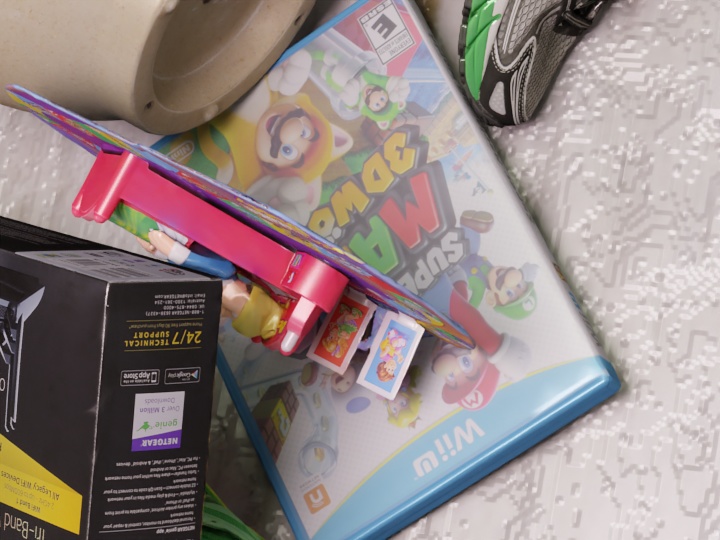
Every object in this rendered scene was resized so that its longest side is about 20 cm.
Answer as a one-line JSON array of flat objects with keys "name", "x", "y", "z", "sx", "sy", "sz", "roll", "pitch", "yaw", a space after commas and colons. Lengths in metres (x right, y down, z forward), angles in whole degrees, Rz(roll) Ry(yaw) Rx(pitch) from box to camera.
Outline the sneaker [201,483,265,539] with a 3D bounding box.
[{"name": "sneaker", "x": -0.087, "y": 0.105, "z": 1.000, "sx": 0.200, "sy": 0.084, "sz": 0.074, "roll": 27, "pitch": 85, "yaw": 27}]

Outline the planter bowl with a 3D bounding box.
[{"name": "planter bowl", "x": -0.095, "y": -0.140, "z": 1.025, "sx": 0.135, "sy": 0.200, "sz": 0.200, "roll": 38, "pitch": 90, "yaw": 20}]

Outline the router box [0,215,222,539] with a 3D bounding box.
[{"name": "router box", "x": -0.134, "y": 0.064, "z": 0.954, "sx": 0.200, "sy": 0.052, "sz": 0.158, "roll": 15, "pitch": 103, "yaw": 49}]

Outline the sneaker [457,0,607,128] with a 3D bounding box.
[{"name": "sneaker", "x": 0.105, "y": -0.141, "z": 1.006, "sx": 0.085, "sy": 0.078, "sz": 0.200, "roll": 33, "pitch": 97, "yaw": 7}]

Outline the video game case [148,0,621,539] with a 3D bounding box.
[{"name": "video game case", "x": 0.000, "y": 0.000, "z": 1.029, "sx": 0.143, "sy": 0.018, "sz": 0.200, "roll": -33, "pitch": 64, "yaw": 14}]

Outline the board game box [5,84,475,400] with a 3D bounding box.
[{"name": "board game box", "x": -0.054, "y": -0.004, "z": 0.954, "sx": 0.200, "sy": 0.158, "sz": 0.039, "roll": 26, "pitch": 84, "yaw": 29}]
